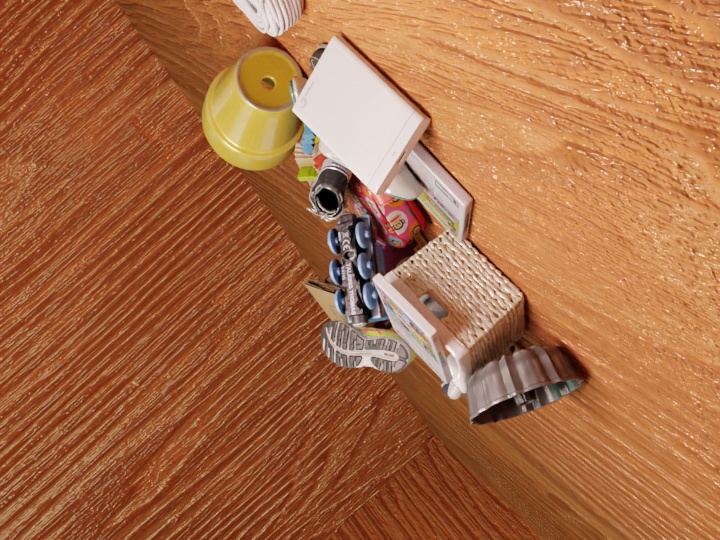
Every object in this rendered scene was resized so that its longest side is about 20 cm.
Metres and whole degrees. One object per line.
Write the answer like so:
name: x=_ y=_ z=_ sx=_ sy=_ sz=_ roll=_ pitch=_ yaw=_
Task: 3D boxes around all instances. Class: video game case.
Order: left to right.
video game case: x=0.088 y=0.097 z=1.632 sx=0.143 sy=0.018 sz=0.201 roll=46 pitch=170 yaw=28
video game case: x=0.101 y=-0.146 z=1.572 sx=0.200 sy=0.022 sz=0.182 roll=48 pitch=172 yaw=14

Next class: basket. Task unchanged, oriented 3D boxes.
basket: x=0.163 y=0.065 z=1.693 sx=0.198 sy=0.160 sz=0.201 roll=46 pitch=172 yaw=24

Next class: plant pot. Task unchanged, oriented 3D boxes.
plant pot: x=-0.187 y=-0.314 z=1.859 sx=0.202 sy=0.200 sz=0.189 roll=49 pitch=158 yaw=1

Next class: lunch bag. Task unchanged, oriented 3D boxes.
lunch bag: x=0.024 y=-0.141 z=1.807 sx=0.177 sy=0.082 sz=0.200 roll=54 pitch=172 yaw=-26

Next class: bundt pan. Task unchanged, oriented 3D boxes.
bundt pan: x=0.261 y=0.182 z=1.637 sx=0.202 sy=0.198 sz=0.077 roll=72 pitch=180 yaw=-70

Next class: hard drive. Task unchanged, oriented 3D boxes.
hard drive: x=-0.003 y=-0.224 z=1.436 sx=0.200 sy=0.133 sz=0.026 roll=47 pitch=-153 yaw=25

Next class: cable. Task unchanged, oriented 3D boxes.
cable: x=-0.166 y=-0.449 z=1.501 sx=0.200 sy=0.069 sz=0.201 roll=48 pitch=173 yaw=23

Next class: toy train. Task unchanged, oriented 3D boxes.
toy train: x=0.000 y=0.000 z=1.766 sx=0.114 sy=0.085 sz=0.205 roll=10 pitch=-109 yaw=-62

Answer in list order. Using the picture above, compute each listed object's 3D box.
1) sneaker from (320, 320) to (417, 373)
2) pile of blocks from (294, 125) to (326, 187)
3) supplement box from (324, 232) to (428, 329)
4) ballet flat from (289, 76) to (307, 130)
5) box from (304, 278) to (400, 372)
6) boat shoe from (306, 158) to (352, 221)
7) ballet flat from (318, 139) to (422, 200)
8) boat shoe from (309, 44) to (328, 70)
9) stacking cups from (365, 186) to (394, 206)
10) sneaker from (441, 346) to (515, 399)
sneaker: x=0.017 y=0.137 z=1.800 sx=0.197 sy=0.080 sz=0.090 roll=16 pitch=-166 yaw=30
pile of blocks: x=-0.080 y=-0.195 z=1.747 sx=0.080 sy=0.063 sz=0.201 roll=13 pitch=150 yaw=0
supplement box: x=0.051 y=0.013 z=1.943 sx=0.132 sy=0.200 sz=0.103 roll=51 pitch=172 yaw=-26
ballet flat: x=-0.079 y=-0.286 z=1.754 sx=0.070 sy=0.069 sz=0.200 roll=47 pitch=172 yaw=18
box: x=-0.013 y=0.104 z=1.903 sx=0.201 sy=0.021 sz=0.163 roll=54 pitch=162 yaw=-23
boat shoe: x=-0.055 y=-0.122 z=1.726 sx=0.072 sy=0.069 sz=0.199 roll=22 pitch=160 yaw=-7
ballet flat: x=0.014 y=-0.179 z=1.569 sx=0.198 sy=0.070 sz=0.070 roll=32 pitch=166 yaw=24
boat shoe: x=-0.026 y=-0.279 z=1.518 sx=0.201 sy=0.060 sz=0.072 roll=44 pitch=171 yaw=40
stacking cups: x=-0.006 y=-0.200 z=1.657 sx=0.203 sy=0.060 sz=0.060 roll=62 pitch=170 yaw=-10
sneaker: x=0.231 y=0.178 z=1.833 sx=0.129 sy=0.201 sz=0.079 roll=39 pitch=135 yaw=-15
